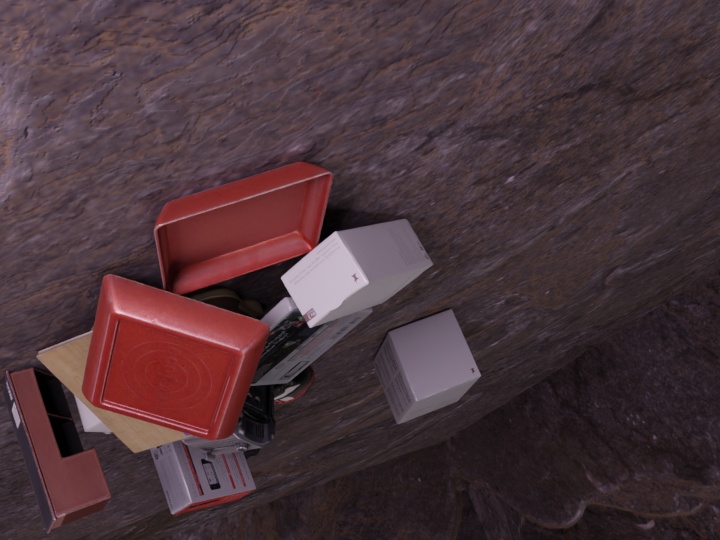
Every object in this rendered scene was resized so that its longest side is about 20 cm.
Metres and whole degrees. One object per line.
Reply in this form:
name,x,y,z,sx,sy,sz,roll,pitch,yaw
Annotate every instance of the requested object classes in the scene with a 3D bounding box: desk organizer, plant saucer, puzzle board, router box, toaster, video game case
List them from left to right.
desk organizer,-0.398,0.225,1.154,0.076,0.203,0.072,-14,160,-33
puzzle board,-0.299,0.153,1.136,0.149,0.018,0.201,-19,123,27
plant saucer,-0.227,0.118,1.051,0.196,0.037,0.202,17,126,-9
router box,-0.279,0.299,1.504,0.048,0.203,0.179,-32,160,22
toaster,-0.206,0.183,1.340,0.127,0.203,0.113,-20,148,25
plant saucer,-0.136,-0.049,0.994,0.196,0.037,0.201,-19,162,-16
video game case,-0.103,0.102,1.230,0.199,0.024,0.180,-41,155,28

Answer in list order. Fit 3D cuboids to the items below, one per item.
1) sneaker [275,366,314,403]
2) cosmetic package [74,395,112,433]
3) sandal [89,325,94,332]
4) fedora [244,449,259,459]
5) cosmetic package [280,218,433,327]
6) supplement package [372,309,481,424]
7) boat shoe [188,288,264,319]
sneaker,-0.155,0.200,1.595,0.198,0.072,0.098,-7,158,-39
cosmetic package,-0.299,0.152,1.261,0.198,0.086,0.107,-29,161,15
sandal,-0.261,0.125,1.150,0.080,0.200,0.054,-34,-159,36
fedora,-0.265,0.353,1.840,0.197,0.093,0.201,-21,162,-7
cosmetic package,0.000,0.000,1.170,0.112,0.082,0.199,-37,168,26
supplement package,0.133,0.204,1.842,0.149,0.153,0.201,-18,161,-16
boat shoe,-0.185,0.077,1.217,0.071,0.073,0.200,-29,161,14
